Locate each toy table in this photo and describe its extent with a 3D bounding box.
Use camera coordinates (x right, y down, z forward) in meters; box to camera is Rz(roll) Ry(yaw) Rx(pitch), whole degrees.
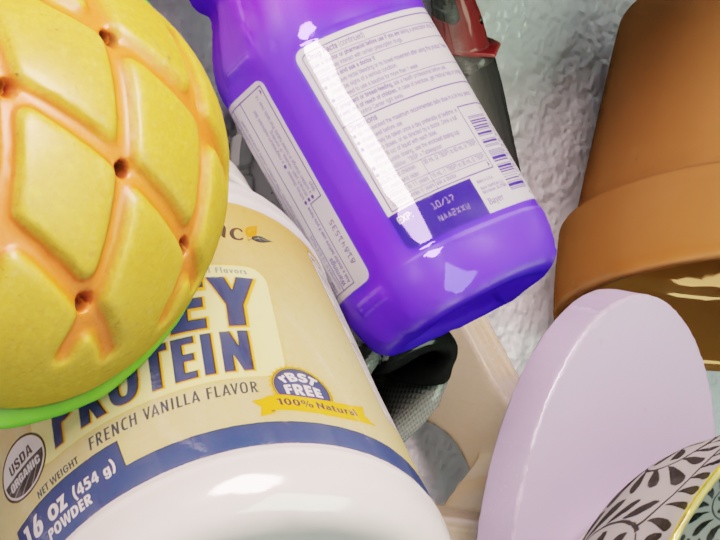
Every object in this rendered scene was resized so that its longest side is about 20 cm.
[{"bbox_3d":[0.064,0.105,1.075,0.184,0.117,0.201,18,83,-44],"label":"toy table"}]

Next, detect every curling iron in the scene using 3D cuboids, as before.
[{"bbox_3d":[0.051,-0.103,1.100,0.050,0.026,0.201,-28,114,-36],"label":"curling iron"}]

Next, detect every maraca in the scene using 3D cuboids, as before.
[{"bbox_3d":[-0.115,-0.016,0.747,0.200,0.107,0.137,-32,105,-41],"label":"maraca"}]

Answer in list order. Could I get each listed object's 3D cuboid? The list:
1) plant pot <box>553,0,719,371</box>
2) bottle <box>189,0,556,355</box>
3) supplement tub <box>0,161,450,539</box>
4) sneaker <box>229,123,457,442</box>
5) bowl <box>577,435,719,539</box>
[{"bbox_3d":[0.182,-0.046,1.137,0.200,0.200,0.141,16,67,-44],"label":"plant pot"},{"bbox_3d":[-0.009,-0.070,0.937,0.083,0.065,0.200,-22,79,-43],"label":"bottle"},{"bbox_3d":[-0.064,0.057,0.866,0.144,0.200,0.145,-12,133,-14],"label":"supplement tub"},{"bbox_3d":[0.000,0.000,1.001,0.075,0.115,0.201,19,82,-44],"label":"sneaker"},{"bbox_3d":[0.131,0.145,1.001,0.200,0.094,0.201,-8,102,-44],"label":"bowl"}]
